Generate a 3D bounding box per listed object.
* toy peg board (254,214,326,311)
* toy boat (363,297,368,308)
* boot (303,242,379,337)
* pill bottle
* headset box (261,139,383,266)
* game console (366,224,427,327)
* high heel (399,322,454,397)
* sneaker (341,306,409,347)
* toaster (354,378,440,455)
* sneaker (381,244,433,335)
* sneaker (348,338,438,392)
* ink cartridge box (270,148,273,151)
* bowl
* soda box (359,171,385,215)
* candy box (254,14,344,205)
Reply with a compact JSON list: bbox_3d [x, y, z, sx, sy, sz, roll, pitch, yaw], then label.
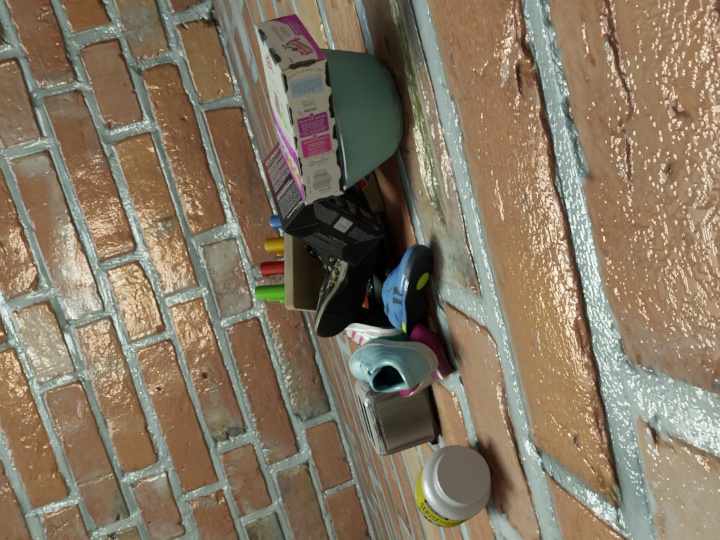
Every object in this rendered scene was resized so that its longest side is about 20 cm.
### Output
[{"bbox_3d":[-0.122,-0.021,1.233,0.200,0.097,0.202,14,-108,-67],"label":"toy peg board"},{"bbox_3d":[-0.022,0.093,1.433,0.200,0.129,0.132,-142,36,-71],"label":"toy boat"},{"bbox_3d":[-0.050,-0.002,1.121,0.151,0.073,0.202,47,123,48],"label":"boot"},{"bbox_3d":[0.147,0.343,1.034,0.201,0.110,0.112,93,156,-63],"label":"pill bottle"},{"bbox_3d":[-0.064,-0.120,1.015,0.148,0.075,0.201,26,-151,-39],"label":"headset box"},{"bbox_3d":[0.072,0.044,1.179,0.177,0.115,0.201,-77,-14,-44],"label":"game console"},{"bbox_3d":[0.095,0.153,1.104,0.097,0.067,0.200,60,152,10],"label":"high heel"},{"bbox_3d":[0.014,0.126,1.165,0.199,0.083,0.122,10,124,44],"label":"sneaker"},{"bbox_3d":[0.070,0.269,1.259,0.114,0.128,0.202,-134,28,-68],"label":"toaster"},{"bbox_3d":[0.062,0.022,0.996,0.078,0.066,0.201,39,152,24],"label":"sneaker"},{"bbox_3d":[0.030,0.158,1.041,0.199,0.082,0.075,-20,99,52],"label":"sneaker"},{"bbox_3d":[-0.116,-0.186,1.482,0.201,0.083,0.145,65,176,-37],"label":"ink cartridge box"},{"bbox_3d":[-0.008,-0.223,0.914,0.201,0.104,0.203,161,90,-79],"label":"bowl"},{"bbox_3d":[-0.021,-0.189,1.149,0.068,0.063,0.202,171,81,-79],"label":"soda box"},{"bbox_3d":[-0.077,-0.208,0.851,0.201,0.060,0.137,82,165,-46],"label":"candy box"}]
